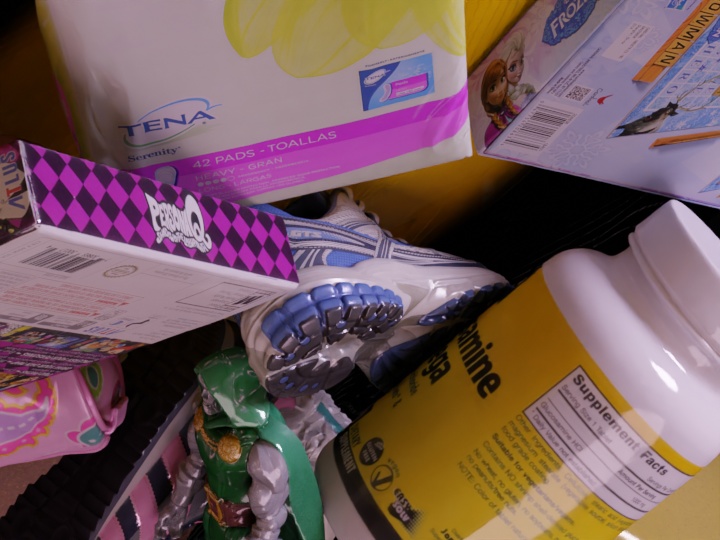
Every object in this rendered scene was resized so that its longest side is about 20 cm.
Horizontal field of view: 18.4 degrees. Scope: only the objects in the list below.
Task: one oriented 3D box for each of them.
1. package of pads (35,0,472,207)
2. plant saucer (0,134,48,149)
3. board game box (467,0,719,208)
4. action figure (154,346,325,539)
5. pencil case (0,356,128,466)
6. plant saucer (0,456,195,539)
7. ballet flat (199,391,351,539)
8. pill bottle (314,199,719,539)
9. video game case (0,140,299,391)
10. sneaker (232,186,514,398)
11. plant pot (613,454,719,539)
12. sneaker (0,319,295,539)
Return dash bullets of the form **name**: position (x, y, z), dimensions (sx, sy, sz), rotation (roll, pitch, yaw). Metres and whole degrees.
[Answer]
- **package of pads**: position (-0.042, -0.103, 0.807), dimensions (0.154, 0.068, 0.200), rotation (-12, 146, -3)
- **plant saucer**: position (-0.209, -0.003, 0.865), dimensions (0.199, 0.038, 0.200), rotation (-14, 168, -3)
- **board game box**: position (0.177, -0.101, 0.903), dimensions (0.199, 0.041, 0.200), rotation (11, 141, -31)
- **action figure**: position (-0.051, 0.115, 0.973), dimensions (0.055, 0.118, 0.201), rotation (-23, 128, -28)
- **pencil case**: position (-0.205, 0.066, 0.986), dimensions (0.199, 0.088, 0.088), rotation (-20, 146, 6)
- **plant saucer**: position (-0.178, 0.124, 1.110), dimensions (0.200, 0.037, 0.201), rotation (-16, 149, -10)
- **ballet flat**: position (-0.048, 0.131, 1.138), dimensions (0.071, 0.072, 0.200), rotation (2, 145, -20)
- **pill bottle**: position (0.086, 0.064, 0.968), dimensions (0.200, 0.113, 0.112), rotation (-40, 140, 13)
- **video game case**: position (-0.144, 0.009, 0.820), dimensions (0.181, 0.036, 0.200), rotation (-19, 167, 21)
- **sneaker**: position (0.000, 0.000, 0.975), dimensions (0.077, 0.085, 0.200), rotation (-42, 161, 17)
- **plant pot**: position (0.110, 0.139, 1.120), dimensions (0.200, 0.201, 0.176), rotation (-31, 132, 26)
- **sneaker**: position (-0.104, 0.113, 1.028), dimensions (0.200, 0.070, 0.082), rotation (-51, 131, 3)
